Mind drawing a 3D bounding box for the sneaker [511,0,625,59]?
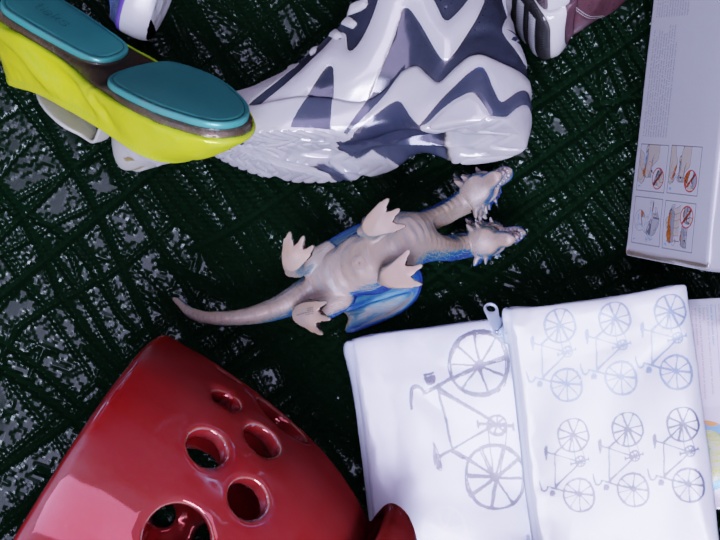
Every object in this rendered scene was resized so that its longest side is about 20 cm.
[{"bbox_3d":[0.135,-0.210,0.894,0.115,0.200,0.076,-29,66,-13],"label":"sneaker"}]

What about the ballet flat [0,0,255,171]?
[{"bbox_3d":[-0.136,-0.095,0.918,0.199,0.067,0.068,31,126,30],"label":"ballet flat"}]

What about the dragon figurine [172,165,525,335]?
[{"bbox_3d":[0.000,0.000,0.922,0.199,0.099,0.059,-26,82,17],"label":"dragon figurine"}]

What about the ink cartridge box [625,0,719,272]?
[{"bbox_3d":[0.248,-0.097,0.886,0.174,0.084,0.202,5,94,-23],"label":"ink cartridge box"}]

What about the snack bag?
[{"bbox_3d":[0.092,0.112,0.888,0.198,0.021,0.190,-6,92,10],"label":"snack bag"}]

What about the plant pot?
[{"bbox_3d":[-0.079,0.160,0.828,0.182,0.200,0.201,29,82,2],"label":"plant pot"}]

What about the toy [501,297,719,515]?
[{"bbox_3d":[0.181,0.075,0.911,0.198,0.047,0.116,-3,84,6],"label":"toy"}]

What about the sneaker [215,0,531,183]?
[{"bbox_3d":[0.001,-0.127,0.933,0.197,0.079,0.131,-6,68,22],"label":"sneaker"}]

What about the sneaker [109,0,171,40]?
[{"bbox_3d":[-0.169,-0.244,0.949,0.145,0.081,0.202,10,85,-2],"label":"sneaker"}]
